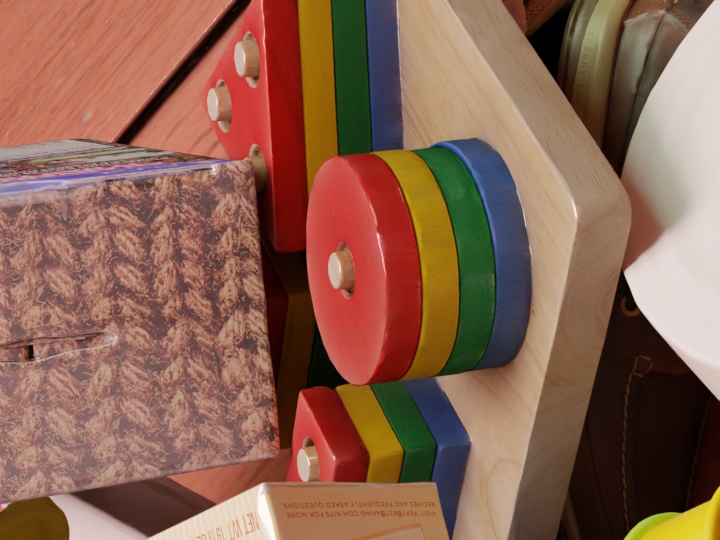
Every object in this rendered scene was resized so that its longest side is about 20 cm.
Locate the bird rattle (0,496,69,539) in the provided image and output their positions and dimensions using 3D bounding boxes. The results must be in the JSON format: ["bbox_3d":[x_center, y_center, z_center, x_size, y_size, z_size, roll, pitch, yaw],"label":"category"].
[{"bbox_3d":[-0.083,0.171,0.889,0.113,0.162,0.201,105,161,-58],"label":"bird rattle"}]

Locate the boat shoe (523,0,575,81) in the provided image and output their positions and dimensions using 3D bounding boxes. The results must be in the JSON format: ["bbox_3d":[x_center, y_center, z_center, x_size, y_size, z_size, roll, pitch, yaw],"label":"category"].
[{"bbox_3d":[0.074,-0.077,1.028,0.201,0.072,0.072,-114,35,-46],"label":"boat shoe"}]

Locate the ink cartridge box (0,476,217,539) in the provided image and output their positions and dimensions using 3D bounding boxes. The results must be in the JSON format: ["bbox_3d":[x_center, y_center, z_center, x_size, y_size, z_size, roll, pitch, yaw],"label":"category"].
[{"bbox_3d":[-0.113,0.175,1.035,0.147,0.085,0.201,24,99,34],"label":"ink cartridge box"}]

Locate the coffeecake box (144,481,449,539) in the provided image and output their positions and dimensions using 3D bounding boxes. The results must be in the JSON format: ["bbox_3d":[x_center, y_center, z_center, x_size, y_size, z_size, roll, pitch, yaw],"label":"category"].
[{"bbox_3d":[-0.031,0.177,0.778,0.153,0.073,0.201,-28,69,39],"label":"coffeecake box"}]

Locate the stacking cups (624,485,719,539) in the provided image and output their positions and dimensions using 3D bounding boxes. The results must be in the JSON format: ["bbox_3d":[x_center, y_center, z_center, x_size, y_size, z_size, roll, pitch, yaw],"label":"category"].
[{"bbox_3d":[0.059,0.112,0.833,0.200,0.060,0.061,-29,45,49],"label":"stacking cups"}]

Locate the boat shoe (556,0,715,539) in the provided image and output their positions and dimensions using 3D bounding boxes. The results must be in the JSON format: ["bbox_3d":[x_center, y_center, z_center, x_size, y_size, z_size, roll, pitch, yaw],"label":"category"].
[{"bbox_3d":[0.100,0.005,0.913,0.067,0.072,0.202,7,98,30],"label":"boat shoe"}]

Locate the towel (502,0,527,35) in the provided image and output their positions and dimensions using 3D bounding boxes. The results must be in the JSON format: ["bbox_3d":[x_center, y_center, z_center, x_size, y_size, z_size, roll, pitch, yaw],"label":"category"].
[{"bbox_3d":[0.015,-0.056,1.025,0.191,0.032,0.201,125,143,-60],"label":"towel"}]

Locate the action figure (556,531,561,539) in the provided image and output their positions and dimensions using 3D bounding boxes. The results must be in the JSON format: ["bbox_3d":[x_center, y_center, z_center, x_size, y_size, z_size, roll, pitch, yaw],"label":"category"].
[{"bbox_3d":[0.048,0.118,0.964,0.065,0.052,0.201,-21,53,39],"label":"action figure"}]

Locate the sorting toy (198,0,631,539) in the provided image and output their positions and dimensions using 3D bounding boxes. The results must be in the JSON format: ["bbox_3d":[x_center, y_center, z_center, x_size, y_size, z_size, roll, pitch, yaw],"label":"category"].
[{"bbox_3d":[0.000,0.000,0.911,0.200,0.069,0.200,-118,29,-45],"label":"sorting toy"}]

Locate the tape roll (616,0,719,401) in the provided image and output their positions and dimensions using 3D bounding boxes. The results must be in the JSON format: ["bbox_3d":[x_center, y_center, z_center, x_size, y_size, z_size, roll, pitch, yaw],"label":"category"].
[{"bbox_3d":[0.173,-0.033,0.796,0.202,0.071,0.203,-29,36,23],"label":"tape roll"}]

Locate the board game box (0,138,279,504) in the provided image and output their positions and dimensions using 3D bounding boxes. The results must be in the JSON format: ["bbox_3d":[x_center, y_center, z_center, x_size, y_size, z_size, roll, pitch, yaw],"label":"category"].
[{"bbox_3d":[-0.137,0.015,0.955,0.200,0.158,0.098,-167,70,-69],"label":"board game box"}]
